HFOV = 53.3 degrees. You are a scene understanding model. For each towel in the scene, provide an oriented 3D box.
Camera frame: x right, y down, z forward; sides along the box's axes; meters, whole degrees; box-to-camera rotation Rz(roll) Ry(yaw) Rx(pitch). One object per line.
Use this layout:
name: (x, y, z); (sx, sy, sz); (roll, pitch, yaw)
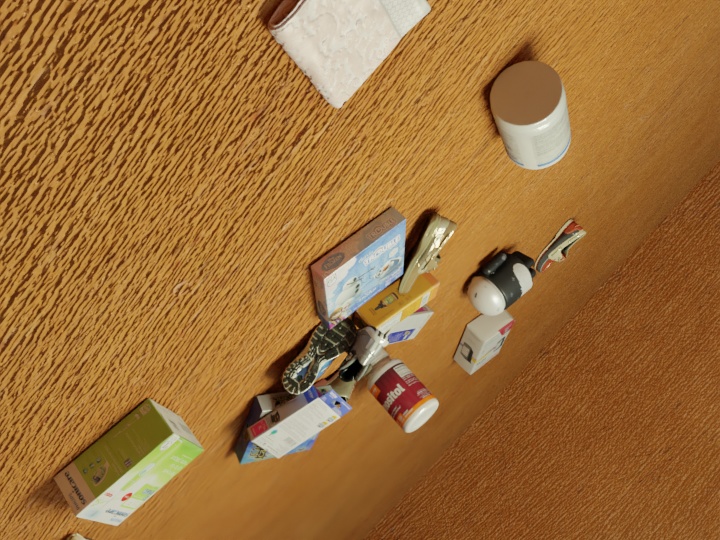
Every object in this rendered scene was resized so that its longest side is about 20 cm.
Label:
towel: (-0.006, -0.315, 0.892); (0.191, 0.032, 0.200); (-46, 155, 3)

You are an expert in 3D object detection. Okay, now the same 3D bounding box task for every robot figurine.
robot figurine: (0.378, 0.033, 1.927); (0.200, 0.151, 0.125); (-38, -176, -17)

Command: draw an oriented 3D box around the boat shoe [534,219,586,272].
boat shoe: (0.613, -0.064, 2.212); (0.071, 0.063, 0.200); (-11, 141, -54)

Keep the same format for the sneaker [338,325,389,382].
sneaker: (-0.018, 0.184, 1.519); (0.116, 0.075, 0.200); (-55, -174, -21)

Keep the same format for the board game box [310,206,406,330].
board game box: (0.000, 0.000, 1.377); (0.200, 0.043, 0.199); (-37, 154, -19)

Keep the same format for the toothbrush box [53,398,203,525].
toothbrush box: (-0.392, 0.332, 1.233); (0.200, 0.086, 0.146); (-39, 155, -10)

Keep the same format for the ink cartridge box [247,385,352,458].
ink cartridge box: (-0.126, 0.313, 1.514); (0.199, 0.042, 0.119); (-32, 141, 4)

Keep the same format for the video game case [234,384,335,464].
video game case: (-0.168, 0.342, 1.588); (0.181, 0.046, 0.200); (-3, 135, -31)

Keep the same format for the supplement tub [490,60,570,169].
supplement tub: (0.318, -0.281, 1.329); (0.132, 0.132, 0.200); (-46, 156, 2)

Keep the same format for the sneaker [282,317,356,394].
sneaker: (-0.090, 0.172, 1.489); (0.200, 0.079, 0.089); (-45, 180, -16)

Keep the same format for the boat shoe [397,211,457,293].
boat shoe: (0.135, -0.025, 1.492); (0.071, 0.064, 0.200); (-77, -170, -56)

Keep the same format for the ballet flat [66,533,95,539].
ballet flat: (-0.550, 0.532, 1.326); (0.200, 0.068, 0.069); (-5, 126, -55)

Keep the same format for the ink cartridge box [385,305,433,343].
ink cartridge box: (0.097, 0.134, 1.749); (0.200, 0.037, 0.095); (-7, 137, -57)

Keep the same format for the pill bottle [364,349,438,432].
pill bottle: (0.090, 0.295, 1.787); (0.113, 0.200, 0.113); (-35, 154, -20)

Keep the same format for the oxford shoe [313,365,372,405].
oxford shoe: (-0.040, 0.280, 1.712); (0.200, 0.075, 0.071); (-30, 152, -30)

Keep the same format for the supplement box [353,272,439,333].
supplement box: (0.080, 0.071, 1.587); (0.200, 0.067, 0.069); (-31, 155, -26)

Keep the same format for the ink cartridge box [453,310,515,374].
ink cartridge box: (0.391, 0.219, 2.280); (0.147, 0.086, 0.200); (-32, 151, -27)
